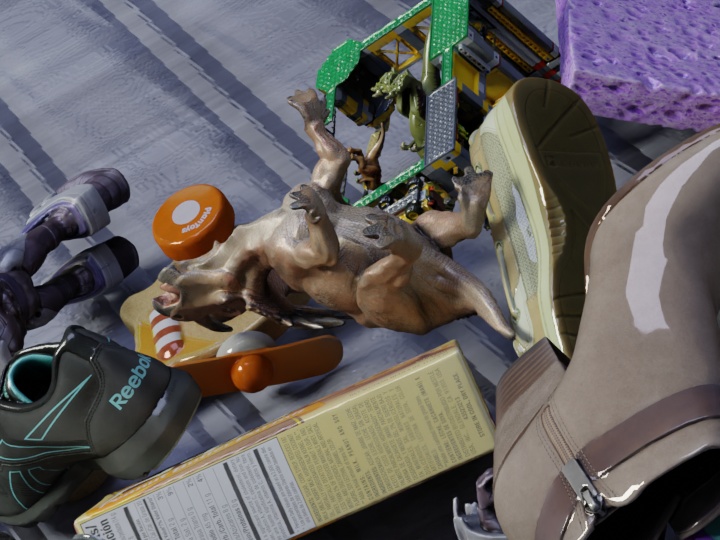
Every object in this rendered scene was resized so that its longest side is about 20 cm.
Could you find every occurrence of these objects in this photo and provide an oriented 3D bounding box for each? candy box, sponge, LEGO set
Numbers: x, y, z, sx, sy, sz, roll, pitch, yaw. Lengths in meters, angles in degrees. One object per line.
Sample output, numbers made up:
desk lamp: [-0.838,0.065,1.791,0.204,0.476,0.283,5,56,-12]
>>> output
candy box: [-0.033,0.099,1.276,0.200,0.055,0.115,-25,0,2]
sponge: [0.170,-0.143,1.525,0.112,0.030,0.200,9,33,-4]
LEGO set: [0.054,-0.061,1.484,0.154,0.116,0.200,-37,33,25]

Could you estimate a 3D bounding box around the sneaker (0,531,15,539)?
sneaker: [-0.264,0.188,1.342,0.200,0.077,0.089,-32,22,-15]

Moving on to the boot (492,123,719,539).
boot: [0.130,0.042,1.109,0.200,0.070,0.146,-52,28,15]

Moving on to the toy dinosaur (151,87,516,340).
toy dinosaur: [0.000,0.000,1.351,0.200,0.136,0.086,23,47,18]

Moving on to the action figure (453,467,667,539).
action figure: [0.107,0.110,1.189,0.130,0.069,0.200,15,51,41]

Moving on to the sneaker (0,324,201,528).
sneaker: [-0.158,0.073,1.345,0.200,0.079,0.075,-28,31,51]

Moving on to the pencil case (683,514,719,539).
pencil case: [0.238,0.106,1.079,0.200,0.085,0.092,-23,10,5]

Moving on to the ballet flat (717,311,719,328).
ballet flat: [0.190,-0.029,1.243,0.069,0.069,0.200,-16,31,15]

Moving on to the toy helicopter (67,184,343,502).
toy helicopter: [-0.099,0.054,1.445,0.200,0.079,0.132,-46,44,-14]

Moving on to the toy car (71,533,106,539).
toy car: [-0.103,0.189,1.085,0.164,0.200,0.158,-10,33,24]

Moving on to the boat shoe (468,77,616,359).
boat shoe: [0.099,0.001,1.322,0.063,0.073,0.201,-43,54,46]

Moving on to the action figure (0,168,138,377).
action figure: [-0.197,0.014,1.498,0.069,0.130,0.200,-12,16,30]
